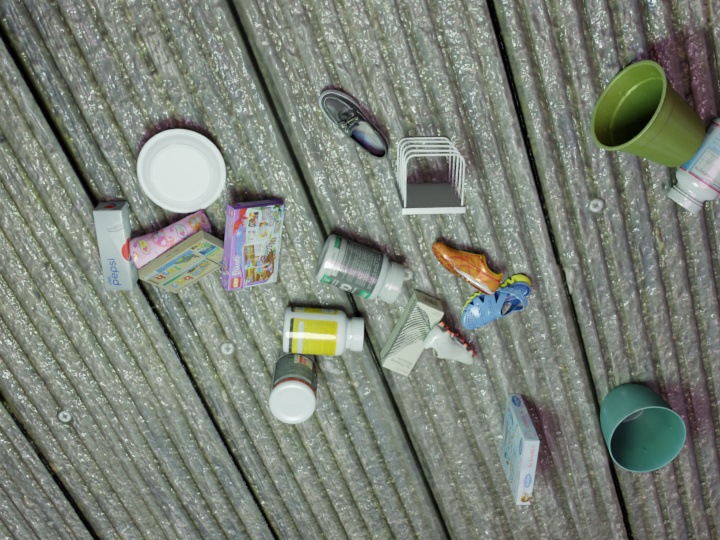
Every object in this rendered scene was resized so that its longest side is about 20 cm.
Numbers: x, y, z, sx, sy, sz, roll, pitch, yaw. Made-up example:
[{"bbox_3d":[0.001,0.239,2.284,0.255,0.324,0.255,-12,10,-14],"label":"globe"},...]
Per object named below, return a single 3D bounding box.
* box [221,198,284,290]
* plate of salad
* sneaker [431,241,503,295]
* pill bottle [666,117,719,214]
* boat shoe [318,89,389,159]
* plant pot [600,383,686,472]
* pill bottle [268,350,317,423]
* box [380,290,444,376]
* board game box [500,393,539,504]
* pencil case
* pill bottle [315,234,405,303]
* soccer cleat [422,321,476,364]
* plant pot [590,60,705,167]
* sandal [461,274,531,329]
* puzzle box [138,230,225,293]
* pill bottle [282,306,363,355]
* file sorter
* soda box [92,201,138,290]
[{"bbox_3d":[-0.251,-0.061,1.680,0.135,0.039,0.204,-11,121,-38],"label":"box"},{"bbox_3d":[-0.403,-0.226,1.633,0.195,0.048,0.204,-5,123,-7],"label":"plate of salad"},{"bbox_3d":[0.257,-0.018,1.752,0.198,0.073,0.078,32,84,-16],"label":"sneaker"},{"bbox_3d":[0.793,-0.234,1.642,0.107,0.109,0.202,26,111,-13],"label":"pill bottle"},{"bbox_3d":[-0.013,-0.318,1.595,0.070,0.067,0.200,-40,110,15],"label":"boat shoe"},{"bbox_3d":[0.722,0.395,1.894,0.195,0.162,0.205,-1,114,-2],"label":"plant pot"},{"bbox_3d":[-0.162,0.273,1.783,0.113,0.201,0.118,-1,115,-1],"label":"pill bottle"},{"bbox_3d":[0.128,0.159,1.815,0.081,0.069,0.203,21,111,-13],"label":"box"},{"bbox_3d":[0.415,0.465,1.893,0.040,0.201,0.204,0,116,-2],"label":"board game box"},{"bbox_3d":[-0.436,-0.068,1.682,0.196,0.088,0.089,-20,114,5],"label":"pencil case"},{"bbox_3d":[0.000,0.000,1.714,0.196,0.114,0.115,20,113,-10],"label":"pill bottle"},{"bbox_3d":[0.222,0.194,1.809,0.077,0.070,0.199,-43,136,9],"label":"soccer cleat"},{"bbox_3d":[0.640,-0.319,1.572,0.187,0.201,0.202,21,113,-26],"label":"plant pot"},{"bbox_3d":[0.336,0.086,1.782,0.198,0.088,0.080,-34,114,14],"label":"sandal"},{"bbox_3d":[-0.401,-0.016,1.685,0.197,0.026,0.133,-29,152,18],"label":"puzzle box"},{"bbox_3d":[-0.091,0.151,1.780,0.195,0.112,0.114,4,115,-3],"label":"pill bottle"},{"bbox_3d":[0.150,-0.213,1.579,0.135,0.201,0.128,-1,111,-2],"label":"file sorter"},{"bbox_3d":[-0.572,-0.057,1.693,0.066,0.064,0.205,-1,115,-2],"label":"soda box"}]
